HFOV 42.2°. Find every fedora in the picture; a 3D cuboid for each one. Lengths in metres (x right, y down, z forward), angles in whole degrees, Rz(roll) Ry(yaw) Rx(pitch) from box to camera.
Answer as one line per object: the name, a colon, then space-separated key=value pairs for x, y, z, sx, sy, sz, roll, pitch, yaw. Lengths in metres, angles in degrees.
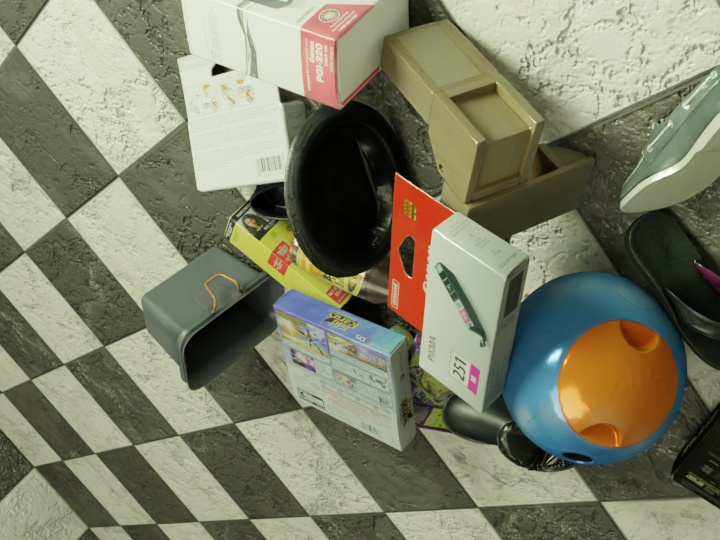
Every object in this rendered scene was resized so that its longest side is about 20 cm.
fedora: x=-0.034 y=-0.097 z=1.093 sx=0.091 sy=0.200 sz=0.203 roll=13 pitch=136 yaw=49

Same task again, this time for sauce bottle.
sauce bottle: x=0.000 y=0.000 z=1.214 sx=0.197 sy=0.066 sz=0.067 roll=23 pitch=140 yaw=23

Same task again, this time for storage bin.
storage bin: x=-0.232 y=0.053 z=1.414 sx=0.133 sy=0.199 sz=0.147 roll=33 pitch=144 yaw=27

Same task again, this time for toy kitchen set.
toy kitchen set: x=0.126 y=-0.131 z=0.981 sx=0.181 sy=0.161 sz=0.202 roll=55 pitch=153 yaw=33

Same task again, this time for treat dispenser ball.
treat dispenser ball: x=0.246 y=0.104 z=0.998 sx=0.198 sy=0.201 sz=0.203 roll=25 pitch=140 yaw=22

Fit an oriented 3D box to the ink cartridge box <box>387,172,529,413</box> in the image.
ink cartridge box: x=0.081 y=0.024 z=0.950 sx=0.172 sy=0.043 sz=0.202 roll=35 pitch=143 yaw=29

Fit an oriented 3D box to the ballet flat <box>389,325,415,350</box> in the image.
ballet flat: x=0.038 y=0.146 z=1.359 sx=0.070 sy=0.071 sz=0.201 roll=35 pitch=144 yaw=10

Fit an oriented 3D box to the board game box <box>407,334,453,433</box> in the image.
board game box: x=0.105 y=0.161 z=1.287 sx=0.117 sy=0.033 sz=0.201 roll=8 pitch=143 yaw=-12

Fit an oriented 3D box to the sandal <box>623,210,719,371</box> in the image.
sandal: x=0.341 y=0.028 z=0.933 sx=0.201 sy=0.075 sz=0.048 roll=47 pitch=173 yaw=-4

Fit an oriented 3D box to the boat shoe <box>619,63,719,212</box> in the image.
boat shoe: x=0.302 y=-0.118 z=0.863 sx=0.200 sy=0.071 sz=0.063 roll=124 pitch=140 yaw=-60

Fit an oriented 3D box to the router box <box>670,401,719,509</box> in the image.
router box: x=0.466 y=0.227 z=1.031 sx=0.198 sy=0.062 sz=0.151 roll=32 pitch=143 yaw=15

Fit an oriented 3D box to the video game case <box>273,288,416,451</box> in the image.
video game case: x=-0.019 y=0.135 z=1.279 sx=0.197 sy=0.045 sz=0.184 roll=21 pitch=138 yaw=31

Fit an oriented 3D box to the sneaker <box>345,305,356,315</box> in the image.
sneaker: x=-0.024 y=0.114 z=1.373 sx=0.086 sy=0.076 sz=0.202 roll=-4 pitch=123 yaw=38

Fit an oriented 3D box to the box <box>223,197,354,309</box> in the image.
box: x=-0.091 y=-0.019 z=1.300 sx=0.199 sy=0.075 sz=0.050 roll=40 pitch=144 yaw=6

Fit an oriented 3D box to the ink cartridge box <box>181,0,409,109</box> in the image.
ink cartridge box: x=-0.066 y=-0.266 z=0.971 sx=0.197 sy=0.146 sz=0.086 roll=22 pitch=141 yaw=24

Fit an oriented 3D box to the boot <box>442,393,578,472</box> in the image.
boot: x=0.185 y=0.193 z=1.158 sx=0.196 sy=0.078 sz=0.168 roll=10 pitch=178 yaw=17

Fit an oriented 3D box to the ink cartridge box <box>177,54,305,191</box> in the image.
ink cartridge box: x=-0.150 y=-0.197 z=1.190 sx=0.198 sy=0.043 sz=0.178 roll=-1 pitch=99 yaw=45

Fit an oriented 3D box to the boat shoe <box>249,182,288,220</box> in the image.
boat shoe: x=-0.066 y=-0.093 z=1.215 sx=0.197 sy=0.062 sz=0.076 roll=6 pitch=129 yaw=38
